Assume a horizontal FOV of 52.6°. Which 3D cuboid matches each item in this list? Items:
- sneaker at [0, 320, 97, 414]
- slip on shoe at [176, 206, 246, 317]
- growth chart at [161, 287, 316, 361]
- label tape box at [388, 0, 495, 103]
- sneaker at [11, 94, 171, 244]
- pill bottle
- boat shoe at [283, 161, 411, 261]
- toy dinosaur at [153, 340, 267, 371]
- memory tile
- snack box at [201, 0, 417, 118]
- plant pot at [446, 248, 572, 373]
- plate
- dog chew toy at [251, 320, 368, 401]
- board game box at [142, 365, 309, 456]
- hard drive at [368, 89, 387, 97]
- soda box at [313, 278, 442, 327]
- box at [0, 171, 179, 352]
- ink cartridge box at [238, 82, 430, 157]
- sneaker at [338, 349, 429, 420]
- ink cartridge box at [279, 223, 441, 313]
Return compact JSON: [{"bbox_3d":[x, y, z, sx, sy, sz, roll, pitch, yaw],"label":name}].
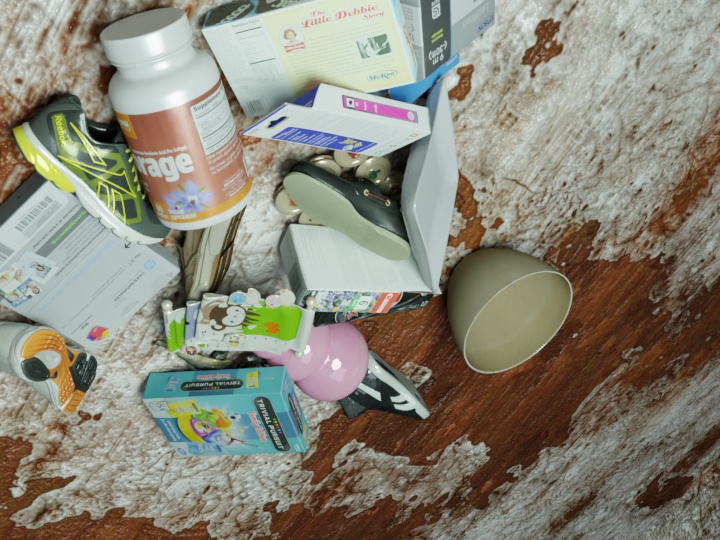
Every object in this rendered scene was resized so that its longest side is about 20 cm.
[{"bbox_3d":[-0.391,0.108,0.883,0.201,0.091,0.076,89,23,-61],"label":"sneaker"},{"bbox_3d":[-0.196,-0.023,0.898,0.060,0.076,0.201,26,129,1],"label":"slip on shoe"},{"bbox_3d":[-0.154,0.070,0.917,0.197,0.018,0.146,0,141,-3],"label":"growth chart"},{"bbox_3d":[0.089,-0.284,0.813,0.143,0.066,0.202,-43,141,-29],"label":"label tape box"},{"bbox_3d":[-0.263,-0.102,0.772,0.084,0.075,0.200,-42,137,5],"label":"sneaker"},{"bbox_3d":[-0.187,-0.152,0.742,0.111,0.112,0.202,-23,126,-13],"label":"pill bottle"},{"bbox_3d":[-0.010,-0.083,0.916,0.200,0.073,0.064,29,64,-31],"label":"boat shoe"},{"bbox_3d":[-0.191,0.129,1.037,0.088,0.048,0.200,-34,135,13],"label":"toy dinosaur"},{"bbox_3d":[-0.008,-0.090,0.966,0.153,0.017,0.200,-36,140,15],"label":"memory tile"},{"bbox_3d":[-0.050,-0.232,0.755,0.197,0.037,0.117,-8,139,16],"label":"snack box"},{"bbox_3d":[0.214,0.043,1.157,0.198,0.135,0.202,-18,134,-20],"label":"plant pot"},{"bbox_3d":[0.089,-0.104,0.930,0.032,0.202,0.201,4,150,17],"label":"plate"},{"bbox_3d":[-0.081,0.108,1.041,0.199,0.125,0.125,30,107,-36],"label":"dog chew toy"},{"bbox_3d":[-0.187,0.204,1.036,0.197,0.047,0.152,-4,135,10],"label":"board game box"},{"bbox_3d":[-0.017,-0.252,0.836,0.130,0.025,0.202,-4,128,-31],"label":"hard drive"},{"bbox_3d":[0.016,0.022,1.039,0.198,0.071,0.064,-8,146,-33],"label":"soda box"},{"bbox_3d":[-0.331,-0.006,0.834,0.156,0.041,0.200,-42,136,6],"label":"box"},{"bbox_3d":[-0.025,-0.163,0.797,0.198,0.038,0.094,-1,171,-39],"label":"ink cartridge box"},{"bbox_3d":[0.027,0.219,1.242,0.112,0.073,0.200,-39,129,8],"label":"sneaker"},{"bbox_3d":[0.000,0.000,0.969,0.198,0.110,0.051,3,139,-28],"label":"ink cartridge box"}]
